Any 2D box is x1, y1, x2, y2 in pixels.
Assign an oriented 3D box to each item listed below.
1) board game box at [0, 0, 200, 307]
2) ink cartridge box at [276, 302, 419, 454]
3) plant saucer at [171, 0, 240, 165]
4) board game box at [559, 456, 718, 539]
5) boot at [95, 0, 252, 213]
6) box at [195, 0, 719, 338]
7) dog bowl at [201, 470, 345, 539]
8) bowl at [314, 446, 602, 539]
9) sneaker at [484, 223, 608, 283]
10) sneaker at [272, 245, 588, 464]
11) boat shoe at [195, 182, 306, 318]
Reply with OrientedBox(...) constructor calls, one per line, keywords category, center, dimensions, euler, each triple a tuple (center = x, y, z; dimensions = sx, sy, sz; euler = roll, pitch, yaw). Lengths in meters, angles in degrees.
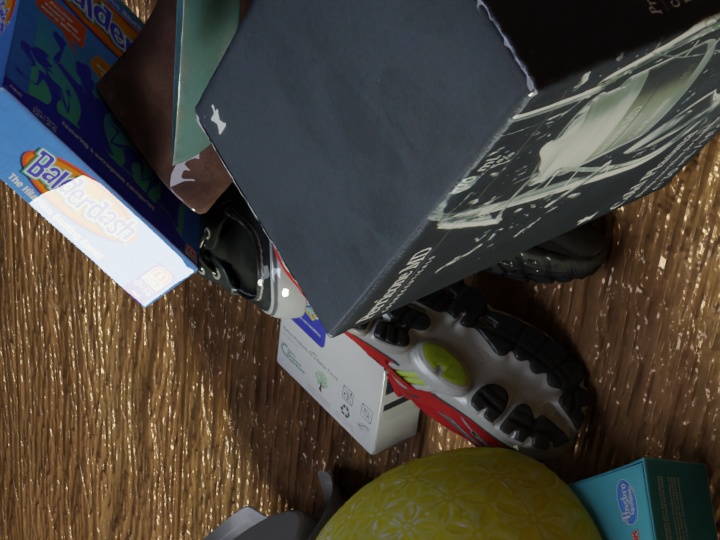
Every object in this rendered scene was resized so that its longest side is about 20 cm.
OrientedBox(category="board game box", center=(-0.154, -0.094, 1.065), dimensions=(0.152, 0.045, 0.200), euler=(44, -158, -30))
OrientedBox(category="ink cartridge box", center=(0.000, 0.000, 1.060), dimensions=(0.099, 0.039, 0.200), euler=(43, 143, 35))
OrientedBox(category="plant saucer", center=(-0.070, -0.148, 0.873), dimensions=(0.200, 0.027, 0.200), euler=(-178, 90, -84))
OrientedBox(category="board game box", center=(0.096, 0.191, 0.934), dimensions=(0.200, 0.047, 0.151), euler=(-27, 62, 47))
OrientedBox(category="boot", center=(-0.087, -0.152, 0.998), dimensions=(0.166, 0.072, 0.200), euler=(-39, 80, 20))
OrientedBox(category="box", center=(0.067, -0.096, 0.744), dimensions=(0.124, 0.196, 0.200), euler=(59, 148, 14))
OrientedBox(category="dog bowl", center=(-0.075, 0.213, 1.168), dimensions=(0.059, 0.200, 0.200), euler=(49, 151, -11))
OrientedBox(category="bowl", center=(0.020, 0.182, 0.907), dimensions=(0.200, 0.108, 0.200), euler=(-15, 70, 50))
OrientedBox(category="sneaker", center=(0.036, -0.063, 0.911), dimensions=(0.200, 0.091, 0.076), euler=(30, 173, 8))
OrientedBox(category="sneaker", center=(0.024, 0.033, 0.974), dimensions=(0.200, 0.077, 0.085), euler=(44, 154, 2))
OrientedBox(category="boat shoe", center=(-0.073, -0.015, 1.080), dimensions=(0.200, 0.057, 0.069), euler=(-139, 46, -71))
